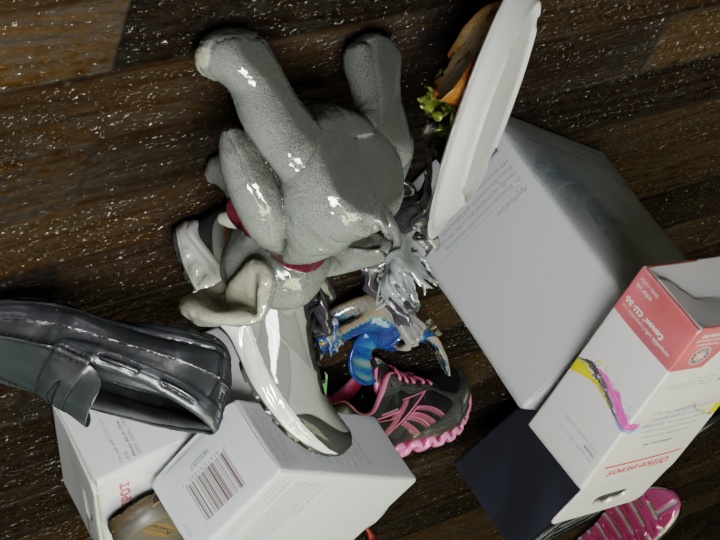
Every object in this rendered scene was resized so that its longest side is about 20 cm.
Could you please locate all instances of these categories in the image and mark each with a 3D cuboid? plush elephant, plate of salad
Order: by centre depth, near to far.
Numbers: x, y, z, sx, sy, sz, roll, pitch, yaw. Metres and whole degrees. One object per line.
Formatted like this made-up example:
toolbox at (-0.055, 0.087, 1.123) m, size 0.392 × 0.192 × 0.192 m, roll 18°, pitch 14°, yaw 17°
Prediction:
plush elephant at (-0.044, -0.042, 1.174) m, size 0.164 × 0.201 × 0.154 m, roll -15°, pitch 168°, yaw -47°
plate of salad at (0.073, -0.118, 1.213) m, size 0.200 × 0.048 × 0.202 m, roll 20°, pitch 90°, yaw -82°

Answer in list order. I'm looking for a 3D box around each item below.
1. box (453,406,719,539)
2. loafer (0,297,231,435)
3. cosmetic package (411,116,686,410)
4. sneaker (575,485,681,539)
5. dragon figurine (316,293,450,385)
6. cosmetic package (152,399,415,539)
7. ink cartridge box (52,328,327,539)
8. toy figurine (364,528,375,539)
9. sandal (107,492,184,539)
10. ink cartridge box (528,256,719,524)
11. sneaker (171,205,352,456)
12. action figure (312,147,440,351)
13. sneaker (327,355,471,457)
box at (0.230, 0.166, 1.823) m, size 0.198 × 0.124 × 0.200 m, roll -44°, pitch 164°, yaw 25°
loafer at (-0.184, 0.066, 1.207) m, size 0.199 × 0.071 × 0.068 m, roll 10°, pitch 143°, yaw -9°
cosmetic package at (0.159, 0.000, 1.411) m, size 0.123 × 0.201 × 0.199 m, roll -44°, pitch 153°, yaw 21°
sneaker at (0.352, 0.334, 2.345) m, size 0.087 × 0.074 × 0.200 m, roll -6°, pitch 148°, yaw -42°
dragon figurine at (0.008, 0.053, 1.491) m, size 0.099 × 0.059 × 0.200 m, roll -34°, pitch 153°, yaw 2°
cosmetic package at (-0.055, 0.162, 1.399) m, size 0.102 × 0.074 × 0.200 m, roll -44°, pitch 154°, yaw 18°
ink cartridge box at (-0.133, 0.127, 1.427) m, size 0.199 × 0.088 × 0.146 m, roll -26°, pitch 153°, yaw -19°
toy figurine at (-0.023, 0.257, 1.664) m, size 0.150 × 0.185 × 0.200 m, roll -33°, pitch 155°, yaw 1°
sandal at (-0.122, 0.214, 1.428) m, size 0.082 × 0.055 × 0.200 m, roll -37°, pitch 154°, yaw 11°
ink cartridge box at (0.201, 0.086, 1.300) m, size 0.116 × 0.068 × 0.201 m, roll -6°, pitch 137°, yaw -45°
sneaker at (-0.054, 0.043, 1.269) m, size 0.079 × 0.201 × 0.074 m, roll -29°, pitch -165°, yaw 0°
action figure at (0.000, 0.000, 1.334) m, size 0.200 × 0.119 × 0.102 m, roll -38°, pitch 120°, yaw 24°
sneaker at (0.029, 0.115, 1.614) m, size 0.199 × 0.079 × 0.096 m, roll -26°, pitch 121°, yaw -44°
